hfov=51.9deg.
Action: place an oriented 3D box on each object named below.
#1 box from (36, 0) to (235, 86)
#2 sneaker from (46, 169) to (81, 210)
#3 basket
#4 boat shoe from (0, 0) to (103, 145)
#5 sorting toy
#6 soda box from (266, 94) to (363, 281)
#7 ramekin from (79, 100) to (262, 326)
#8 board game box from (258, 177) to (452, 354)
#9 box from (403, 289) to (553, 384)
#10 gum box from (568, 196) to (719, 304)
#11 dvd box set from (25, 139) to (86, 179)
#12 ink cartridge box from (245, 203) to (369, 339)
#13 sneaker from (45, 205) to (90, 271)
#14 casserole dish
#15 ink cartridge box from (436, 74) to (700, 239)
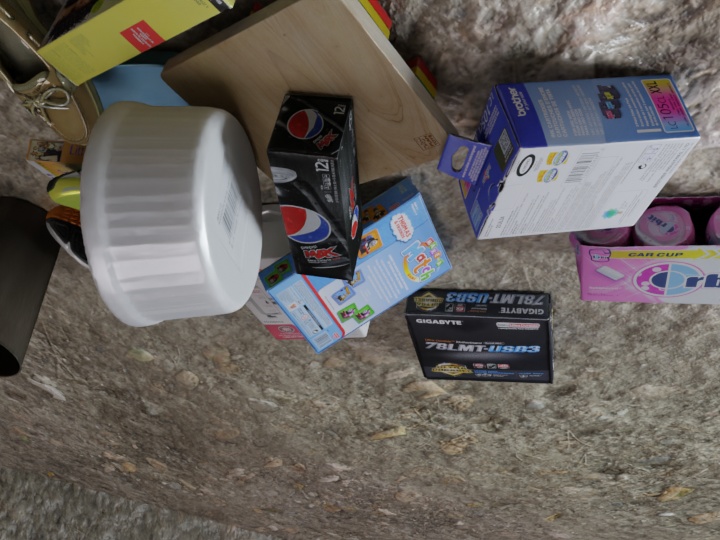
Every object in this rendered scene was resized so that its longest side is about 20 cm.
[{"bbox_3d":[-0.188,-0.227,0.632,0.199,0.076,0.050,-12,142,32],"label":"box"},{"bbox_3d":[-0.245,-0.049,0.814,0.199,0.091,0.078,19,163,-35],"label":"sneaker"},{"bbox_3d":[-0.489,0.014,0.991,0.135,0.201,0.181,8,149,4],"label":"basket"},{"bbox_3d":[-0.312,-0.196,0.679,0.073,0.063,0.201,-8,125,24],"label":"boat shoe"},{"bbox_3d":[-0.039,-0.169,0.681,0.198,0.070,0.200,-13,141,34],"label":"sorting toy"},{"bbox_3d":[-0.037,-0.070,0.703,0.063,0.071,0.200,7,149,9],"label":"soda box"},{"bbox_3d":[-0.156,-0.051,0.661,0.097,0.202,0.201,-1,147,8],"label":"ramekin"},{"bbox_3d":[0.000,0.000,0.869,0.199,0.037,0.151,-32,140,0],"label":"board game box"},{"bbox_3d":[0.176,0.098,1.063,0.199,0.050,0.199,1,148,15],"label":"box"},{"bbox_3d":[0.330,-0.021,0.803,0.199,0.066,0.114,0,148,17],"label":"gum box"},{"bbox_3d":[-0.253,-0.105,0.850,0.199,0.030,0.146,5,167,9],"label":"dvd box set"},{"bbox_3d":[-0.084,0.007,0.963,0.146,0.083,0.200,-3,146,23],"label":"ink cartridge box"},{"bbox_3d":[-0.361,-0.016,1.029,0.092,0.076,0.200,-9,142,37],"label":"sneaker"},{"bbox_3d":[-0.224,-0.176,0.760,0.199,0.039,0.121,2,147,14],"label":"casserole dish"},{"bbox_3d":[0.173,-0.098,0.663,0.199,0.077,0.137,-7,150,-13],"label":"ink cartridge box"}]
